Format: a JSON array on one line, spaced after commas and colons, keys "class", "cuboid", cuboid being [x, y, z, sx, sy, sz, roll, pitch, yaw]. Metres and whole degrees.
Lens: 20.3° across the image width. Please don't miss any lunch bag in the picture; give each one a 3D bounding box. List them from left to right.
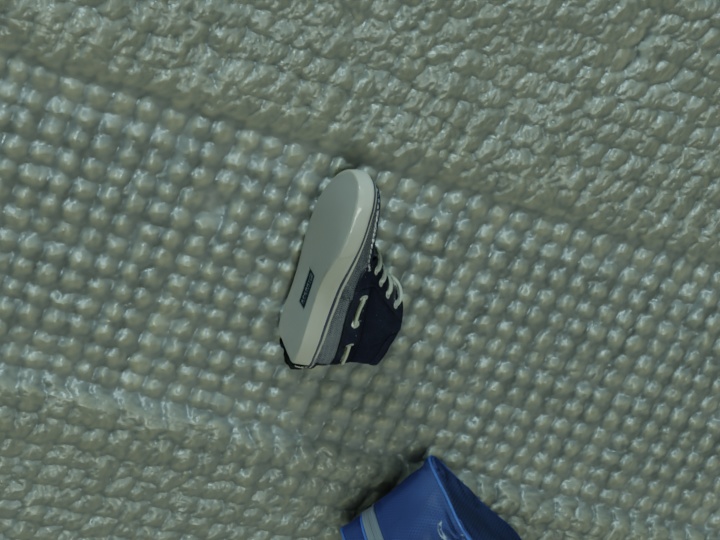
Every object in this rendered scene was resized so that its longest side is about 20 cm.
[{"class": "lunch bag", "cuboid": [0.079, 0.291, 1.901, 0.132, 0.136, 0.200, -37, 126, 10]}]

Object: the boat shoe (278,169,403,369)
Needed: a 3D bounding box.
[{"class": "boat shoe", "cuboid": [0.000, 0.000, 1.734, 0.092, 0.075, 0.201, 3, 129, -26]}]
